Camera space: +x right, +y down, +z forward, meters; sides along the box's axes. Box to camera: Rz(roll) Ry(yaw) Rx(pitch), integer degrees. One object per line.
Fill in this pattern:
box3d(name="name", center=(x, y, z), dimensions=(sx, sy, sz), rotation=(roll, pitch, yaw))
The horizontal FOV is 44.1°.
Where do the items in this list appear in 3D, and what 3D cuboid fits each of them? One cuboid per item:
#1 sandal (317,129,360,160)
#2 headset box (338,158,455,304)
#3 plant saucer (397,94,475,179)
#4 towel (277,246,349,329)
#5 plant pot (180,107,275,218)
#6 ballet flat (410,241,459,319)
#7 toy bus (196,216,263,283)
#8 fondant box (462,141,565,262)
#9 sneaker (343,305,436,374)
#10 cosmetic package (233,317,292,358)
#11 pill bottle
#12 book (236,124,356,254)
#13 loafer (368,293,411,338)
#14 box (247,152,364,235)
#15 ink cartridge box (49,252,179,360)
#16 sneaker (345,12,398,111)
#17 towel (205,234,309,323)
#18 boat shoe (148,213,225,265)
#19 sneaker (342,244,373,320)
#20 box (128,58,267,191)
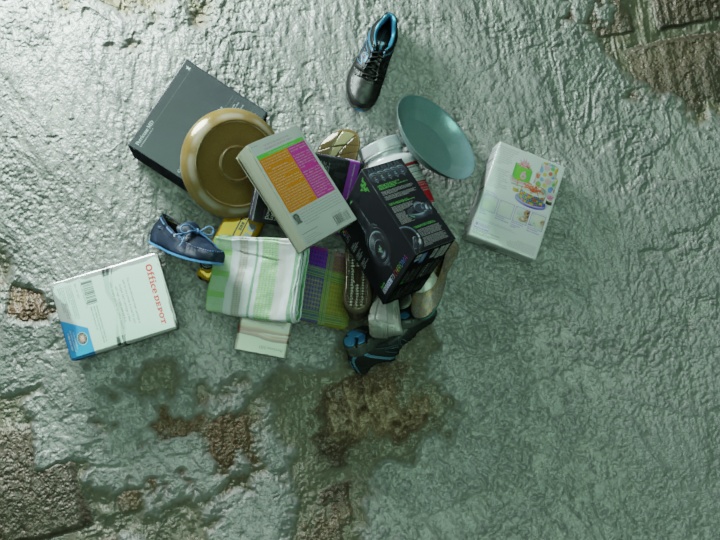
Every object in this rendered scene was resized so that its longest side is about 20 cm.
box3d(name="sandal", center=(-0.052, -0.177, 1.729), dimensions=(0.080, 0.054, 0.202), rotation=(16, 98, 14))
box3d(name="headset box", center=(0.053, -0.075, 1.590), dimensions=(0.092, 0.174, 0.201), rotation=(-20, 68, -30))
box3d(name="plant saucer", center=(0.137, -0.250, 1.725), dimensions=(0.200, 0.039, 0.202), rotation=(27, 42, -27))
box3d(name="towel", center=(-0.081, 0.029, 1.660), dimensions=(0.199, 0.023, 0.145), rotation=(14, 82, -47))
box3d(name="plant pot", center=(-0.228, -0.194, 1.620), dimensions=(0.199, 0.027, 0.202), rotation=(-4, 99, -27))
box3d(name="ballet flat", center=(0.131, 0.002, 1.692), dimensions=(0.067, 0.068, 0.201), rotation=(57, 41, -34))
box3d(name="toy bus", center=(-0.238, -0.064, 1.688), dimensions=(0.078, 0.065, 0.201), rotation=(26, 81, -5))
box3d(name="fondant box", center=(0.304, -0.134, 1.765), dimensions=(0.143, 0.058, 0.201), rotation=(20, 83, -4))
box3d(name="sneaker", center=(0.059, 0.124, 1.705), dimensions=(0.199, 0.073, 0.082), rotation=(-25, 124, -17))
box3d(name="cosmetic package", center=(-0.171, 0.059, 1.671), dimensions=(0.103, 0.087, 0.202), rotation=(10, 83, -7))
box3d(name="pill bottle", center=(0.074, -0.153, 1.711), dimensions=(0.112, 0.112, 0.201), rotation=(-23, 87, -9))
box3d(name="book", center=(-0.107, -0.145, 1.553), dimensions=(0.133, 0.048, 0.201), rotation=(-31, 88, -39))
box3d(name="loafer", center=(0.063, 0.050, 1.670), dimensions=(0.069, 0.070, 0.201), rotation=(4, 45, 10))
box3d(name="box", center=(-0.100, -0.149, 1.648), dimensions=(0.199, 0.036, 0.144), rotation=(8, 102, -28))
box3d(name="ink cartridge box", center=(-0.448, 0.068, 1.638), dimensions=(0.199, 0.084, 0.147), rotation=(-16, 86, -9))
box3d(name="sneaker", center=(0.022, -0.413, 1.747), dimensions=(0.073, 0.082, 0.201), rotation=(17, 84, -7))
box3d(name="towel", center=(-0.188, 0.012, 1.588), dimensions=(0.199, 0.031, 0.150), rotation=(5, 83, 27))
box3d(name="boat shoe", center=(-0.321, -0.059, 1.619), dimensions=(0.199, 0.084, 0.069), rotation=(19, 95, 34))
box3d(name="sneaker", center=(0.000, 0.000, 1.695), dimensions=(0.070, 0.076, 0.201), rotation=(10, 63, 4))
box3d(name="box", center=(-0.304, -0.257, 1.679), dimensions=(0.181, 0.104, 0.201), rotation=(33, 81, -4))
